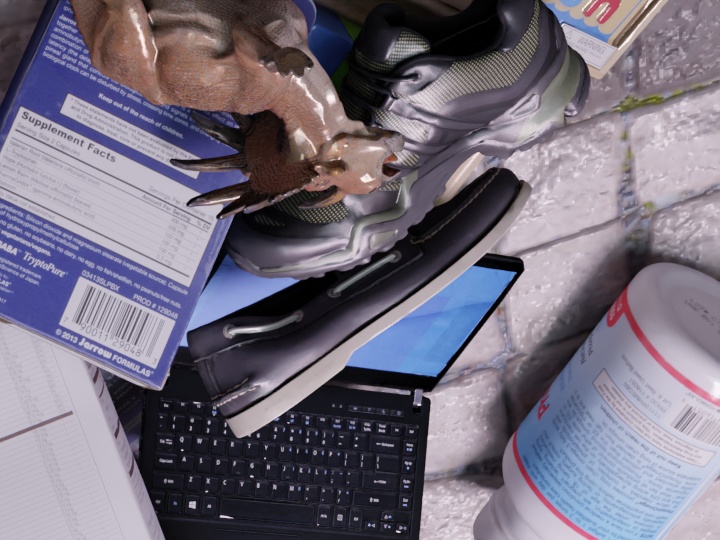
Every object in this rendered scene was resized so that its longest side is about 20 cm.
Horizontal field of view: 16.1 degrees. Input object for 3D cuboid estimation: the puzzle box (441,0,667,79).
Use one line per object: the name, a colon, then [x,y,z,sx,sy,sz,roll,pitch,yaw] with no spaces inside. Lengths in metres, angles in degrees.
puzzle box: [0.088,-0.181,1.248,0.199,0.026,0.133,21,119,-37]

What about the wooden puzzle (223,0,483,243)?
wooden puzzle: [-0.016,-0.060,1.302,0.184,0.046,0.200,22,120,-38]

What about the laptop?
laptop: [-0.017,0.085,1.345,0.176,0.103,0.202,8,84,-28]

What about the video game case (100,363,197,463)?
video game case: [-0.122,0.078,1.405,0.143,0.019,0.200,-40,135,15]

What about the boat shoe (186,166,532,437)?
boat shoe: [0.000,0.000,1.267,0.200,0.063,0.073,-38,-176,-17]

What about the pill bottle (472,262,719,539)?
pill bottle: [0.152,0.101,1.483,0.108,0.109,0.200,16,123,-34]

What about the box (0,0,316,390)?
box: [-0.110,-0.060,1.194,0.121,0.032,0.201,26,82,-17]

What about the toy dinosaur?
toy dinosaur: [-0.074,-0.097,1.151,0.086,0.199,0.136,-51,170,-39]

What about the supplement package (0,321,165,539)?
supplement package: [-0.174,0.088,1.254,0.113,0.110,0.201,-20,96,-4]

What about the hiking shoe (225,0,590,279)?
hiking shoe: [0.009,-0.078,1.233,0.199,0.076,0.101,-34,123,-6]
